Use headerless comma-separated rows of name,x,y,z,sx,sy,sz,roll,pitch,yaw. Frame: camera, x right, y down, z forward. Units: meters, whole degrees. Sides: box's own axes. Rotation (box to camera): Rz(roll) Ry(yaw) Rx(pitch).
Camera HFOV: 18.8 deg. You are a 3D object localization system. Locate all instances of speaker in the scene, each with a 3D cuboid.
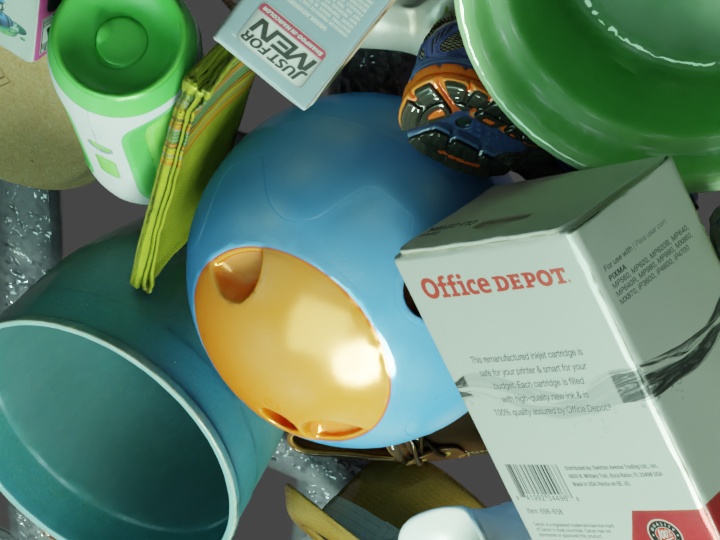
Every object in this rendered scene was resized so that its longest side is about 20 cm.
speaker,-0.125,-0.099,1.223,0.088,0.089,0.200,30,168,7

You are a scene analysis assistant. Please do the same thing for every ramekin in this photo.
ramekin,0.154,-0.147,1.073,0.199,0.098,0.201,14,130,18

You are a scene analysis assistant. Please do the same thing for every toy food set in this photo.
toy food set,-0.222,-0.139,1.370,0.198,0.049,0.200,45,137,-8

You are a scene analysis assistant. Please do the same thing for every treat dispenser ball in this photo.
treat dispenser ball,0.000,0.000,1.234,0.200,0.201,0.202,18,134,19

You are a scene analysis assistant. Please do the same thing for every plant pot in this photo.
plant pot,-0.123,0.055,1.372,0.199,0.188,0.201,17,133,19

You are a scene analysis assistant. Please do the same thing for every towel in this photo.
towel,-0.086,-0.067,1.216,0.018,0.086,0.200,35,145,8

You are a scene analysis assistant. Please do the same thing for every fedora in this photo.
fedora,0.044,0.179,1.428,0.200,0.082,0.201,35,170,7

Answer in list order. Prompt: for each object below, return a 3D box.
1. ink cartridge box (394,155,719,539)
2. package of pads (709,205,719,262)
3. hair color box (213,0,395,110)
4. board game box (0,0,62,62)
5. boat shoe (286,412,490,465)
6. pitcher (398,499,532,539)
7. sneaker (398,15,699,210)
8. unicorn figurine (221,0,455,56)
ink cartridge box,0.124,0.052,1.104,0.144,0.084,0.201,-8,114,54
package of pads,0.288,-0.026,1.067,0.154,0.069,0.200,9,152,-37
hair color box,0.015,-0.179,1.073,0.061,0.099,0.200,39,101,-3
board game box,-0.144,-0.231,1.163,0.064,0.148,0.201,31,138,17
boat shoe,0.040,0.097,1.391,0.199,0.068,0.072,-1,126,33
pitcher,0.144,0.171,1.284,0.171,0.199,0.122,155,112,-65
sneaker,0.109,-0.078,1.177,0.199,0.079,0.075,29,137,-31
unicorn figurine,-0.005,-0.153,1.195,0.199,0.074,0.138,16,143,14
